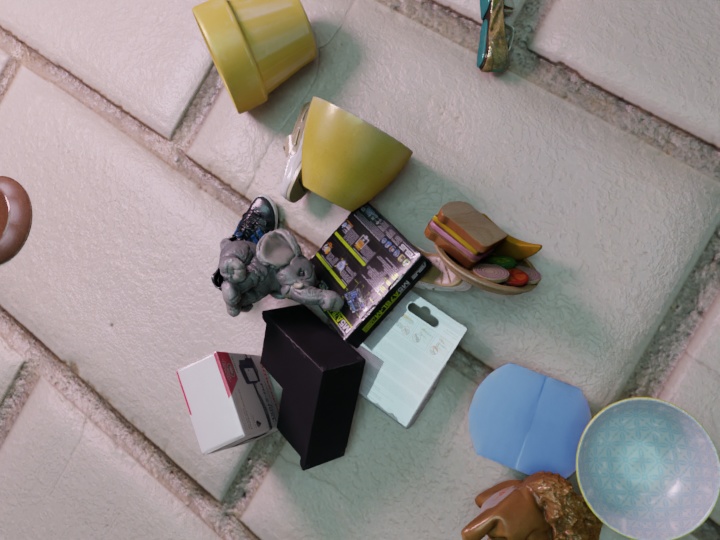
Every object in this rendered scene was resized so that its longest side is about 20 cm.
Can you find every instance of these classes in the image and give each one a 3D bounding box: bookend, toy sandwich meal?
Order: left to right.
[{"bbox_3d":[-0.100,0.199,1.120,0.198,0.091,0.203,35,122,43],"label":"bookend"},{"bbox_3d":[0.206,-0.040,1.035,0.203,0.205,0.071,29,120,17],"label":"toy sandwich meal"}]

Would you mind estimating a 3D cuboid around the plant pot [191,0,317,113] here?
[{"bbox_3d":[-0.190,-0.429,1.200,0.186,0.201,0.203,-26,76,-6],"label":"plant pot"}]

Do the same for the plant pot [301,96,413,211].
[{"bbox_3d":[-0.026,-0.190,1.116,0.198,0.200,0.144,30,97,17],"label":"plant pot"}]

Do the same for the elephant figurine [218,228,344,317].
[{"bbox_3d":[-0.141,0.005,1.108,0.196,0.141,0.158,-10,93,-7],"label":"elephant figurine"}]

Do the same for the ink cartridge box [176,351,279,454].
[{"bbox_3d":[-0.219,0.225,1.108,0.083,0.200,0.147,-24,77,8],"label":"ink cartridge box"}]

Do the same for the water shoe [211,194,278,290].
[{"bbox_3d":[-0.216,-0.051,1.205,0.070,0.079,0.203,20,88,17],"label":"water shoe"}]

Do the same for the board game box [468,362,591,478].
[{"bbox_3d":[0.278,0.248,1.052,0.197,0.039,0.161,19,87,9],"label":"board game box"}]

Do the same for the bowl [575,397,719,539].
[{"bbox_3d":[0.425,0.293,0.967,0.196,0.108,0.204,-2,82,15],"label":"bowl"}]

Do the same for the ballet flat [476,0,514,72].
[{"bbox_3d":[0.245,-0.452,1.143,0.069,0.071,0.204,1,82,15],"label":"ballet flat"}]

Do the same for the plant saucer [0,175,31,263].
[{"bbox_3d":[-0.819,-0.113,1.403,0.196,0.037,0.205,-2,83,16],"label":"plant saucer"}]

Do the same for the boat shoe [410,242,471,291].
[{"bbox_3d":[0.105,0.000,1.116,0.198,0.069,0.072,21,78,38],"label":"boat shoe"}]

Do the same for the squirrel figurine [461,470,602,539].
[{"bbox_3d":[0.282,0.420,0.978,0.198,0.141,0.188,-34,82,13],"label":"squirrel figurine"}]

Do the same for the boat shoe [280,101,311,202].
[{"bbox_3d":[-0.109,-0.225,1.206,0.067,0.075,0.203,21,78,18],"label":"boat shoe"}]

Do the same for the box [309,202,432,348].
[{"bbox_3d":[0.000,0.000,1.115,0.194,0.047,0.200,-50,46,6],"label":"box"}]

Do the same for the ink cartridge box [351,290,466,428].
[{"bbox_3d":[0.072,0.146,1.117,0.161,0.057,0.202,33,88,17],"label":"ink cartridge box"}]
